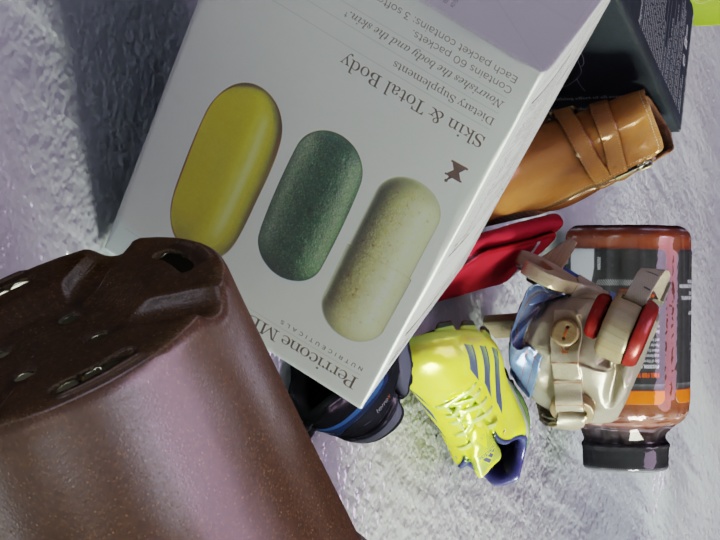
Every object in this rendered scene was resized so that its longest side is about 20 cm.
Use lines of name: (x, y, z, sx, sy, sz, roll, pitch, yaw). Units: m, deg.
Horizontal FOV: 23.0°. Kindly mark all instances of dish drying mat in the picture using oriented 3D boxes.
dish drying mat: (0.087, -0.005, 1.237, 0.018, 0.077, 0.200, 53, 22, 9)

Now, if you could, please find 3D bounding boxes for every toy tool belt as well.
toy tool belt: (0.139, 0.042, 1.243, 0.200, 0.122, 0.126, 71, 43, -74)

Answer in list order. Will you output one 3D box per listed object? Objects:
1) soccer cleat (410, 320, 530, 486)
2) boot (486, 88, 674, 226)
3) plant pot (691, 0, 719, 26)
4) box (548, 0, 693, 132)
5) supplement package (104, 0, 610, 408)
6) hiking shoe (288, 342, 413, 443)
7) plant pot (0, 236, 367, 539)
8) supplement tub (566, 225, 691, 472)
soccer cleat: (0.074, 0.093, 1.199, 0.200, 0.064, 0.084, 45, 33, -61)
boot: (0.126, -0.076, 1.199, 0.200, 0.154, 0.077, 18, 55, -66)
plant pot: (0.417, -0.391, 1.837, 0.181, 0.197, 0.202, 45, 50, -49)
box: (0.140, -0.186, 1.252, 0.200, 0.147, 0.108, 47, 48, -58)
supplement package: (0.002, -0.078, 0.836, 0.201, 0.151, 0.151, -63, 173, 35)
hiking shoe: (0.000, 0.000, 1.027, 0.087, 0.074, 0.202, 13, 79, -66)
plant pot: (-0.089, 0.107, 0.702, 0.200, 0.199, 0.200, -52, 130, -54)
supplement tub: (0.222, 0.064, 1.475, 0.107, 0.106, 0.202, 3, 88, -66)
